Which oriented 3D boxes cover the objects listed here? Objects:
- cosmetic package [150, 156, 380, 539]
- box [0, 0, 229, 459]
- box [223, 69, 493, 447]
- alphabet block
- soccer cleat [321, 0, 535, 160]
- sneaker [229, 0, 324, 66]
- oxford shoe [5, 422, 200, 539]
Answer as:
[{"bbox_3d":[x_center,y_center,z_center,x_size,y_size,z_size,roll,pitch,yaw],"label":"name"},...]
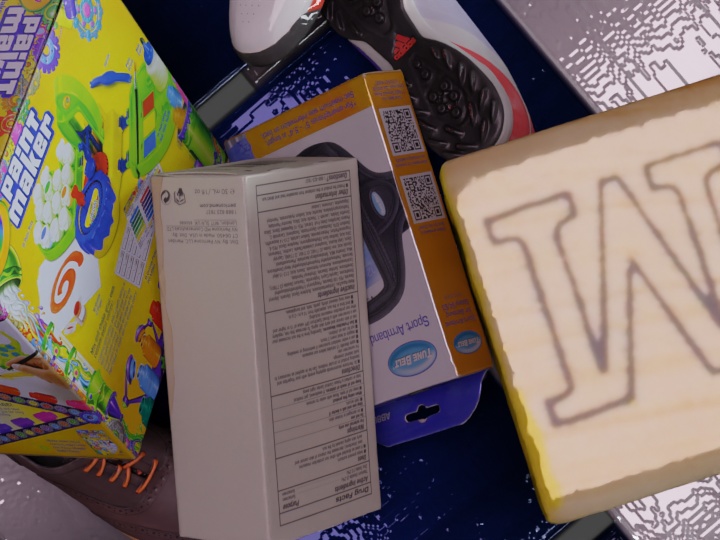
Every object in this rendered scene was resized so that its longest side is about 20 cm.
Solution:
[{"bbox_3d":[-0.050,0.041,1.129,0.073,0.103,0.202,3,98,38],"label":"cosmetic package"},{"bbox_3d":[-0.182,-0.034,1.094,0.121,0.193,0.201,0,57,24],"label":"box"},{"bbox_3d":[0.000,0.000,1.171,0.119,0.041,0.201,-22,81,40],"label":"box"},{"bbox_3d":[0.165,0.015,1.113,0.199,0.195,0.198,-17,83,2],"label":"alphabet block"},{"bbox_3d":[0.034,-0.139,1.202,0.068,0.073,0.201,-42,66,19],"label":"soccer cleat"},{"bbox_3d":[-0.056,-0.227,1.172,0.067,0.108,0.203,9,74,39],"label":"sneaker"},{"bbox_3d":[-0.141,0.116,1.186,0.199,0.073,0.072,24,88,5],"label":"oxford shoe"}]
